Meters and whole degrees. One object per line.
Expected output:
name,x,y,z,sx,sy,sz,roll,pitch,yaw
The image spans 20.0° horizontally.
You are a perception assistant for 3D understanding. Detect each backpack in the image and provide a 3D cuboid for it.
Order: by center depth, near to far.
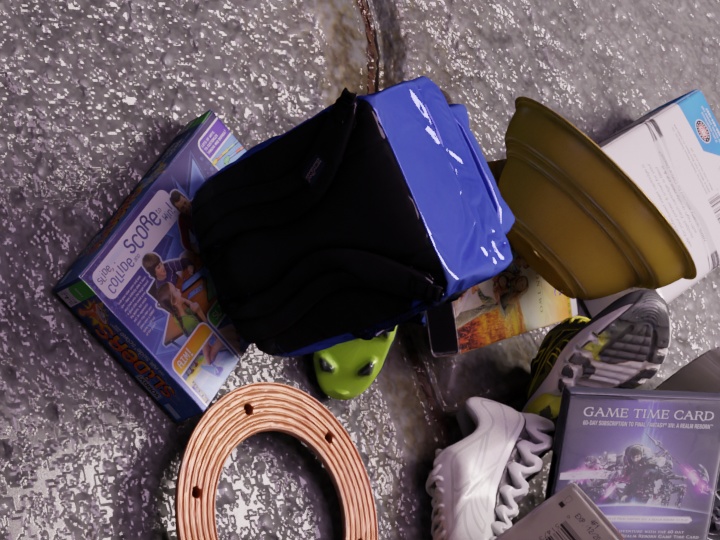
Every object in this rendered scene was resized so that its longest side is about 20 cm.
backpack,-0.004,-0.027,1.444,0.168,0.200,0.163,-13,80,-56

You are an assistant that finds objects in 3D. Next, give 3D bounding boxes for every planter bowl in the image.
planter bowl,0.165,-0.037,1.606,0.083,0.200,0.200,-44,107,-4

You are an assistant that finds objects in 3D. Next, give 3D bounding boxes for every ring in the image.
ring,-0.061,0.181,1.470,0.200,0.019,0.201,18,64,-43

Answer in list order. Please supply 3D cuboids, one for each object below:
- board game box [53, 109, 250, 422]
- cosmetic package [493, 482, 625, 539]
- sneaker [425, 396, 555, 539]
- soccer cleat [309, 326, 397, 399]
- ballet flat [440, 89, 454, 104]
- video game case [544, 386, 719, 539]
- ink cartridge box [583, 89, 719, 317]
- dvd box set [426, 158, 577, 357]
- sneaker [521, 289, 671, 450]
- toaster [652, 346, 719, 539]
board game box,-0.121,-0.006,1.490,0.135,0.034,0.200,49,46,-16
cosmetic package,0.175,0.265,1.539,0.087,0.103,0.200,49,-4,45
sneaker,0.082,0.186,1.583,0.081,0.075,0.200,29,56,-5
soccer cleat,0.000,0.000,1.572,0.067,0.081,0.201,7,88,-1
ballet flat,0.044,-0.058,1.652,0.046,0.067,0.201,53,40,-52
video game case,0.213,0.192,1.621,0.142,0.019,0.201,3,103,-17
ink cartridge box,0.260,-0.056,1.825,0.200,0.086,0.147,-30,94,-44
dvd box set,0.112,-0.017,1.666,0.200,0.029,0.147,-12,96,-55
sneaker,0.180,0.064,1.639,0.074,0.200,0.085,17,49,-20
toaster,0.299,0.144,1.708,0.114,0.200,0.129,47,3,-18
